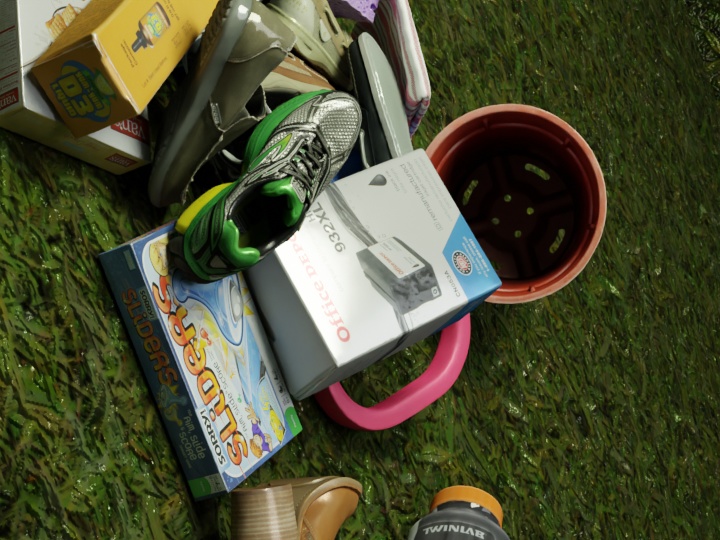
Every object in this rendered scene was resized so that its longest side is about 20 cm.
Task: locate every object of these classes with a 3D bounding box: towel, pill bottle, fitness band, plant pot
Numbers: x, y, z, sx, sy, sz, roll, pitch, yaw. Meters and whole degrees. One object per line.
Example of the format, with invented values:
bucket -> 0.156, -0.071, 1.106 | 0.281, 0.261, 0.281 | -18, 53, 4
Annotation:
towel -> 0.027, -0.208, 1.463 | 0.200, 0.030, 0.148 | 120, -45, -75
pill bottle -> 0.083, 0.291, 1.313 | 0.107, 0.105, 0.201 | 55, 31, -29
fitness band -> 0.028, 0.065, 1.351 | 0.199, 0.037, 0.145 | -27, 110, -42
plant pot -> 0.161, -0.064, 1.566 | 0.195, 0.198, 0.203 | 16, 58, -82

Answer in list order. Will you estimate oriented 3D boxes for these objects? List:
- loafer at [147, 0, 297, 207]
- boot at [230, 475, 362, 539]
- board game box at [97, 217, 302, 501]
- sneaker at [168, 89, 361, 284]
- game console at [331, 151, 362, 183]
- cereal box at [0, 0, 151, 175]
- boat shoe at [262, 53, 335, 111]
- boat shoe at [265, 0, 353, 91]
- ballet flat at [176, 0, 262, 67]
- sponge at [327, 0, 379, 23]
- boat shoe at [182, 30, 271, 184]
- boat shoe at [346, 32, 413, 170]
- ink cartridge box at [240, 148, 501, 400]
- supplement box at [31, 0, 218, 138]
loafer -> -0.108, -0.119, 1.110 | 0.069, 0.201, 0.076 | 20, 41, -17
boot -> -0.050, 0.244, 1.145 | 0.200, 0.073, 0.157 | 7, 78, -66
board game box -> -0.122, 0.060, 1.141 | 0.135, 0.034, 0.202 | -35, 105, -62
sneaker -> -0.056, -0.064, 1.124 | 0.078, 0.085, 0.201 | 51, 59, -26
game console -> -0.002, -0.050, 1.451 | 0.169, 0.118, 0.202 | -17, 88, -32
cereal box -> -0.220, -0.186, 1.095 | 0.143, 0.039, 0.203 | 21, 56, -57
boat shoe -> -0.087, -0.179, 1.308 | 0.199, 0.075, 0.075 | 5, 67, -62
boat shoe -> -0.037, -0.226, 1.388 | 0.073, 0.063, 0.200 | 37, 3, 21
ballet flat -> -0.104, -0.251, 1.214 | 0.068, 0.199, 0.069 | 44, -15, 28
sponge -> -0.077, -0.287, 1.350 | 0.199, 0.111, 0.030 | 27, 80, -54
boat shoe -> -0.100, -0.107, 1.209 | 0.071, 0.071, 0.201 | -106, 172, -51
boat shoe -> 0.016, -0.121, 1.369 | 0.075, 0.060, 0.202 | -1, 74, -67
ink cartridge box -> 0.000, 0.000, 1.241 | 0.199, 0.084, 0.146 | -24, 80, -37
supplement box -> -0.167, -0.179, 1.080 | 0.067, 0.068, 0.201 | 60, 27, -24
